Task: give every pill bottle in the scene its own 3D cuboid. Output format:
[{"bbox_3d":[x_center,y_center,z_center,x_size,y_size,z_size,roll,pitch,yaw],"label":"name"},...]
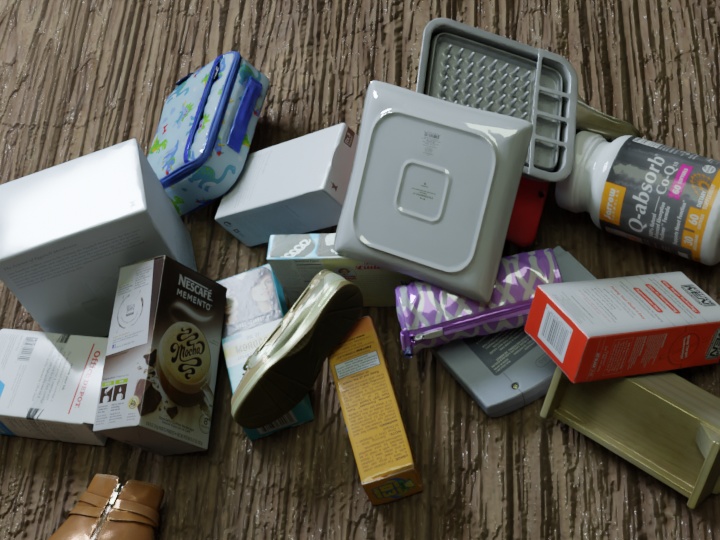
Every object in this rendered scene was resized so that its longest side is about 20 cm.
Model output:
[{"bbox_3d":[0.334,-0.089,1.408,0.198,0.117,0.117,20,65,25],"label":"pill bottle"}]

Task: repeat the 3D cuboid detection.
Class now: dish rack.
[{"bbox_3d":[0.151,-0.189,1.405,0.198,0.044,0.173,16,65,-15],"label":"dish rack"}]

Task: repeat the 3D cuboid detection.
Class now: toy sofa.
[{"bbox_3d":[0.299,0.154,1.283,0.199,0.084,0.097,30,28,29],"label":"toy sofa"}]

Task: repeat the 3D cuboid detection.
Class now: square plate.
[{"bbox_3d":[0.070,-0.086,1.322,0.198,0.028,0.200,18,104,24],"label":"square plate"}]

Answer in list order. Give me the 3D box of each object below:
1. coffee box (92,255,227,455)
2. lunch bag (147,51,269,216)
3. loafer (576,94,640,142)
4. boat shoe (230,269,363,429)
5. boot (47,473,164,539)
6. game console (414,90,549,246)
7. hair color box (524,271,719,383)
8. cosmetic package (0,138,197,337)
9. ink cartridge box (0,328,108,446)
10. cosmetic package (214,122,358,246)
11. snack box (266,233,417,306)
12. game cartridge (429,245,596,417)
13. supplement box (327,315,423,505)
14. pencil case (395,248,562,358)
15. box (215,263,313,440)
[{"bbox_3d":[-0.228,0.100,1.411,0.079,0.113,0.202,-12,63,35],"label":"coffee box"},{"bbox_3d":[-0.202,-0.181,1.595,0.160,0.082,0.202,-20,46,43],"label":"lunch bag"},{"bbox_3d":[0.262,-0.191,1.518,0.199,0.076,0.068,22,72,26],"label":"loafer"},{"bbox_3d":[-0.080,0.087,1.372,0.063,0.073,0.201,30,81,46],"label":"boat shoe"},{"bbox_3d":[-0.322,0.299,1.365,0.198,0.074,0.156,10,61,7],"label":"boot"},{"bbox_3d":[0.127,-0.125,1.456,0.171,0.119,0.202,-12,49,44],"label":"game console"},{"bbox_3d":[0.285,0.057,1.292,0.198,0.062,0.102,-5,34,-27],"label":"hair color box"},{"bbox_3d":[-0.325,-0.029,1.496,0.197,0.201,0.124,-18,55,2],"label":"cosmetic package"},{"bbox_3d":[-0.354,0.142,1.474,0.198,0.068,0.117,4,59,18],"label":"ink cartridge box"},{"bbox_3d":[-0.081,-0.102,1.505,0.199,0.074,0.103,-9,53,42],"label":"cosmetic package"},{"bbox_3d":[0.000,0.000,1.441,0.198,0.116,0.037,-1,59,14],"label":"snack box"},{"bbox_3d":[0.193,0.072,1.392,0.199,0.042,0.133,-36,60,-9],"label":"game cartridge"},{"bbox_3d":[0.012,0.155,1.369,0.068,0.067,0.201,-20,54,2],"label":"supplement box"},{"bbox_3d":[0.132,0.035,1.359,0.198,0.085,0.086,-17,20,6],"label":"pencil case"},{"bbox_3d":[-0.119,0.094,1.453,0.081,0.049,0.201,-19,55,2],"label":"box"}]
